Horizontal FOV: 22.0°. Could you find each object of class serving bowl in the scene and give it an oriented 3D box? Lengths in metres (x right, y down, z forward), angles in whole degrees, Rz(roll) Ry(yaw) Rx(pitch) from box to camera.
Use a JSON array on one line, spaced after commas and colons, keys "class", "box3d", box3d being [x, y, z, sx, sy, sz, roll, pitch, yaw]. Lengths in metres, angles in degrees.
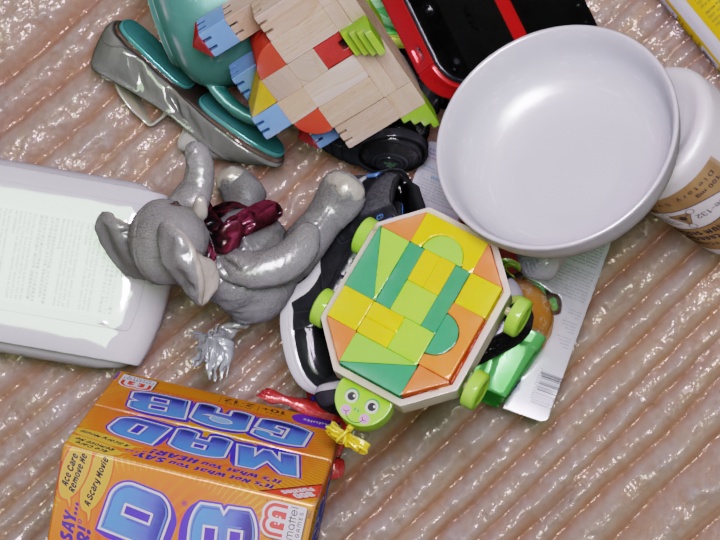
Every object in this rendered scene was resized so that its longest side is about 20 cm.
[{"class": "serving bowl", "box3d": [0.163, -0.094, 1.480, 0.199, 0.066, 0.202, -10, 62, 19]}]

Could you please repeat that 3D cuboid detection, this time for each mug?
[{"class": "mug", "box3d": [-0.117, -0.222, 1.584, 0.114, 0.152, 0.186, -17, 56, 2]}]

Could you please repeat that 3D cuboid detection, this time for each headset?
[{"class": "headset", "box3d": [0.040, -0.145, 1.601, 0.199, 0.094, 0.124, 21, 68, 15]}]

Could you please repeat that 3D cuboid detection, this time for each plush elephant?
[{"class": "plush elephant", "box3d": [-0.126, -0.030, 1.523, 0.164, 0.155, 0.201, 14, 72, 44]}]

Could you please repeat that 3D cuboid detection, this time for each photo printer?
[{"class": "photo printer", "box3d": [-0.263, -0.005, 1.612, 0.198, 0.069, 0.168, 9, 85, -2]}]

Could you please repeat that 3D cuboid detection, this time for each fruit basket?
[{"class": "fruit basket", "box3d": [0.108, 0.010, 1.612, 0.184, 0.094, 0.201, 21, 70, 2]}]

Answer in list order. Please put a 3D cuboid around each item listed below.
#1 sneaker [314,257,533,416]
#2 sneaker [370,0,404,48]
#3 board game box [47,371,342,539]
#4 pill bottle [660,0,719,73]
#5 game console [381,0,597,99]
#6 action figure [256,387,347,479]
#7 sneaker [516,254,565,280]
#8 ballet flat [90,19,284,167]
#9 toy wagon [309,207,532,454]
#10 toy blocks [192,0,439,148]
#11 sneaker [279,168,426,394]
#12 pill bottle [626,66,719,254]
[{"class": "sneaker", "box3d": [0.048, 0.052, 1.532, 0.199, 0.072, 0.083, -25, 69, 0]}, {"class": "sneaker", "box3d": [0.051, -0.236, 1.589, 0.198, 0.074, 0.084, -4, 123, -10]}, {"class": "board game box", "box3d": [-0.138, 0.224, 1.502, 0.198, 0.200, 0.201, 13, 104, 2]}, {"class": "pill bottle", "box3d": [0.306, -0.268, 1.610, 0.111, 0.111, 0.200, -39, 85, -3]}, {"class": "game console", "box3d": [0.092, -0.256, 1.568, 0.176, 0.031, 0.201, -24, 86, -29]}, {"class": "action figure", "box3d": [-0.064, 0.087, 1.607, 0.098, 0.065, 0.202, -13, 84, -7]}, {"class": "sneaker", "box3d": [0.193, -0.074, 1.583, 0.114, 0.075, 0.201, 11, 54, -8]}, {"class": "ballet flat", "box3d": [-0.155, -0.141, 1.639, 0.200, 0.067, 0.064, 40, 114, 5]}, {"class": "toy wagon", "box3d": [0.036, 0.052, 1.473, 0.154, 0.040, 0.201, 27, 77, 17]}, {"class": "toy blocks", "box3d": [-0.044, -0.167, 1.513, 0.136, 0.100, 0.200, -30, 126, 11]}, {"class": "sneaker", "box3d": [0.000, 0.000, 1.552, 0.073, 0.111, 0.201, 29, 58, -35]}, {"class": "pill bottle", "box3d": [0.302, -0.077, 1.551, 0.199, 0.114, 0.115, 28, 84, -37]}]
